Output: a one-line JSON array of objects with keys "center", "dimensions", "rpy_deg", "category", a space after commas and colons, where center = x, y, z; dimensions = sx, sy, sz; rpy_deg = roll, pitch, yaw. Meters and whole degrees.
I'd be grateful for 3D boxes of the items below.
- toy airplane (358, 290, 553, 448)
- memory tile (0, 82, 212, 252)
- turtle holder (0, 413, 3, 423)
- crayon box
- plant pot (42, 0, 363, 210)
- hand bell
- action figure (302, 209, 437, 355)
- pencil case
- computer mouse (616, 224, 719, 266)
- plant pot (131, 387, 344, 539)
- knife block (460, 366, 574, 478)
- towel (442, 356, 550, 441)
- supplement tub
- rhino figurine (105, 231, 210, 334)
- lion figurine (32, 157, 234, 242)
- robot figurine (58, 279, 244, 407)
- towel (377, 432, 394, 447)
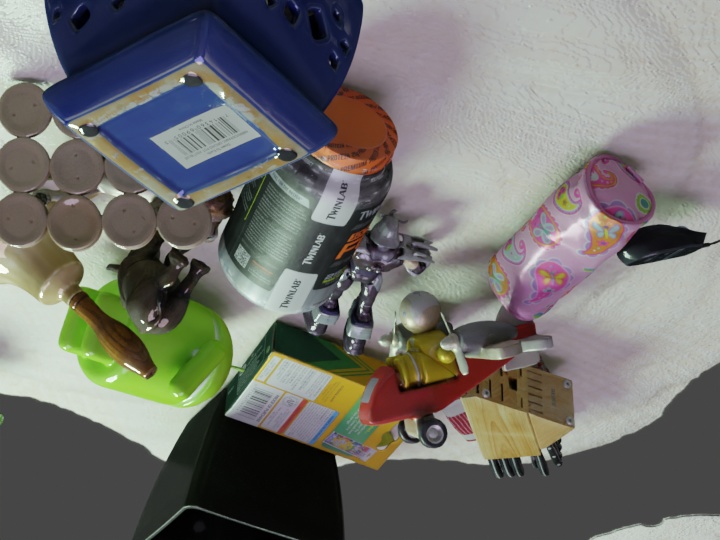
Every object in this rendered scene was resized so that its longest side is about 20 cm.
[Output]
[{"center": [0.098, 0.077, 1.733], "dimensions": [0.199, 0.199, 0.142], "rpy_deg": [-27, 100, 28], "category": "toy airplane"}, {"center": [-0.230, -0.093, 1.497], "dimensions": [0.199, 0.154, 0.017], "rpy_deg": [0, 176, 0], "category": "memory tile"}, {"center": [-0.509, 0.152, 1.877], "dimensions": [0.141, 0.186, 0.132], "rpy_deg": [-42, 136, 3], "category": "turtle holder"}, {"center": [-0.038, 0.144, 1.885], "dimensions": [0.199, 0.052, 0.126], "rpy_deg": [23, 131, -19], "category": "crayon box"}, {"center": [-0.130, -0.173, 1.340], "dimensions": [0.199, 0.181, 0.200], "rpy_deg": [-21, 140, 28], "category": "plant pot"}, {"center": [-0.268, 0.036, 1.615], "dimensions": [0.104, 0.200, 0.104], "rpy_deg": [-41, 160, -18], "category": "hand bell"}, {"center": [0.000, 0.000, 1.696], "dimensions": [0.129, 0.070, 0.200], "rpy_deg": [17, 139, -11], "category": "action figure"}, {"center": [0.204, -0.031, 1.635], "dimensions": [0.087, 0.088, 0.200], "rpy_deg": [15, 144, -20], "category": "pencil case"}, {"center": [0.345, -0.039, 1.639], "dimensions": [0.199, 0.034, 0.059], "rpy_deg": [-10, 169, -16], "category": "computer mouse"}, {"center": [-0.135, 0.254, 1.951], "dimensions": [0.199, 0.178, 0.200], "rpy_deg": [20, 147, -20], "category": "plant pot"}, {"center": [0.157, 0.176, 1.910], "dimensions": [0.199, 0.064, 0.176], "rpy_deg": [19, 142, -25], "category": "knife block"}, {"center": [0.156, 0.143, 1.939], "dimensions": [0.143, 0.023, 0.200], "rpy_deg": [-12, 144, 18], "category": "towel"}, {"center": [-0.047, -0.066, 1.531], "dimensions": [0.122, 0.123, 0.200], "rpy_deg": [13, 134, -18], "category": "supplement tub"}, {"center": [-0.205, 0.003, 1.621], "dimensions": [0.060, 0.200, 0.088], "rpy_deg": [29, 95, -24], "category": "rhino figurine"}, {"center": [-0.218, -0.081, 1.571], "dimensions": [0.199, 0.123, 0.073], "rpy_deg": [19, 103, 0], "category": "lion figurine"}, {"center": [-0.218, 0.078, 1.753], "dimensions": [0.175, 0.116, 0.200], "rpy_deg": [9, 170, 46], "category": "robot figurine"}, {"center": [-0.027, 0.167, 1.979], "dimensions": [0.086, 0.018, 0.200], "rpy_deg": [-9, 145, 15], "category": "towel"}]
